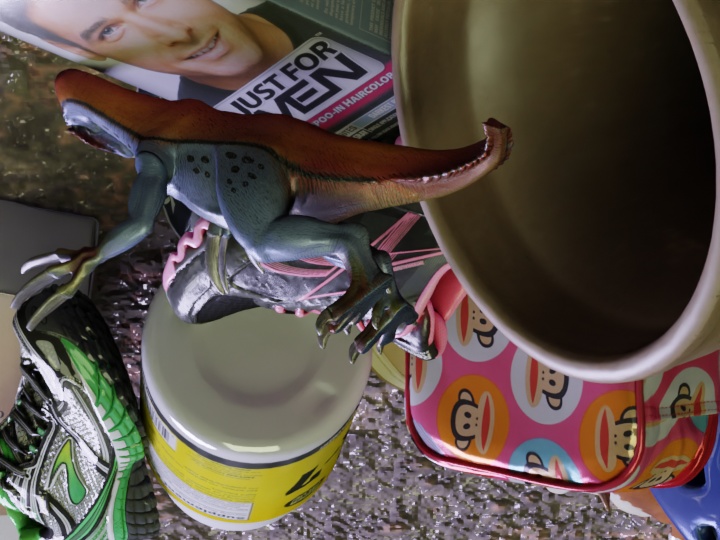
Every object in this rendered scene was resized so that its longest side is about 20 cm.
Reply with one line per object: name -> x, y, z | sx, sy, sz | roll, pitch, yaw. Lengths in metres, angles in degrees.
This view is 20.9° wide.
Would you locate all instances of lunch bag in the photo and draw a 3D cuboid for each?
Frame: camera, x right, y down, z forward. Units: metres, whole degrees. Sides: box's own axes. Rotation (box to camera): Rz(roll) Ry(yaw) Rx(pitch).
lunch bag -> 0.083, -0.001, 0.908 | 0.175, 0.202, 0.082 | 6, -178, 44

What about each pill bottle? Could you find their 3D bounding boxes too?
pill bottle -> -0.059, 0.067, 1.022 | 0.113, 0.115, 0.200 | 3, 160, -6

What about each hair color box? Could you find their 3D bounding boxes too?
hair color box -> -0.060, -0.115, 0.807 | 0.199, 0.061, 0.099 | 21, 151, -30

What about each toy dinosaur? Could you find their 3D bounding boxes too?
toy dinosaur -> -0.048, -0.043, 0.798 | 0.200, 0.182, 0.105 | -47, 161, 17

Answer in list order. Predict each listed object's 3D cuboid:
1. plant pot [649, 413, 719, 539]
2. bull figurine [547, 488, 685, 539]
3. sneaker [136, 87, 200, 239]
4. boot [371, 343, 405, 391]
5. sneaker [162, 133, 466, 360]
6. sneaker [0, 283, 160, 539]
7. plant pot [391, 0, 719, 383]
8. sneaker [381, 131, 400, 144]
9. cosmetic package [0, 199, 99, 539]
plant pot -> 0.228, 0.037, 0.956 | 0.199, 0.179, 0.201 | -10, 123, -47
bull figurine -> 0.204, 0.110, 1.125 | 0.199, 0.065, 0.122 | -20, 143, -5
sneaker -> -0.071, -0.053, 0.943 | 0.079, 0.130, 0.200 | 4, 131, -5
boot -> 0.081, 0.017, 1.052 | 0.155, 0.073, 0.200 | -25, 130, 19
sneaker -> 0.000, 0.000, 0.872 | 0.199, 0.096, 0.079 | -21, 174, 27
sneaker -> -0.154, 0.088, 1.002 | 0.085, 0.078, 0.201 | -17, 141, -14
plant pot -> 0.134, -0.075, 0.750 | 0.174, 0.200, 0.201 | -17, 140, -31
sneaker -> 0.016, -0.107, 0.956 | 0.087, 0.076, 0.201 | -17, 129, -27
cosmetic package -> -0.212, 0.058, 1.074 | 0.104, 0.071, 0.201 | 9, 131, -12
